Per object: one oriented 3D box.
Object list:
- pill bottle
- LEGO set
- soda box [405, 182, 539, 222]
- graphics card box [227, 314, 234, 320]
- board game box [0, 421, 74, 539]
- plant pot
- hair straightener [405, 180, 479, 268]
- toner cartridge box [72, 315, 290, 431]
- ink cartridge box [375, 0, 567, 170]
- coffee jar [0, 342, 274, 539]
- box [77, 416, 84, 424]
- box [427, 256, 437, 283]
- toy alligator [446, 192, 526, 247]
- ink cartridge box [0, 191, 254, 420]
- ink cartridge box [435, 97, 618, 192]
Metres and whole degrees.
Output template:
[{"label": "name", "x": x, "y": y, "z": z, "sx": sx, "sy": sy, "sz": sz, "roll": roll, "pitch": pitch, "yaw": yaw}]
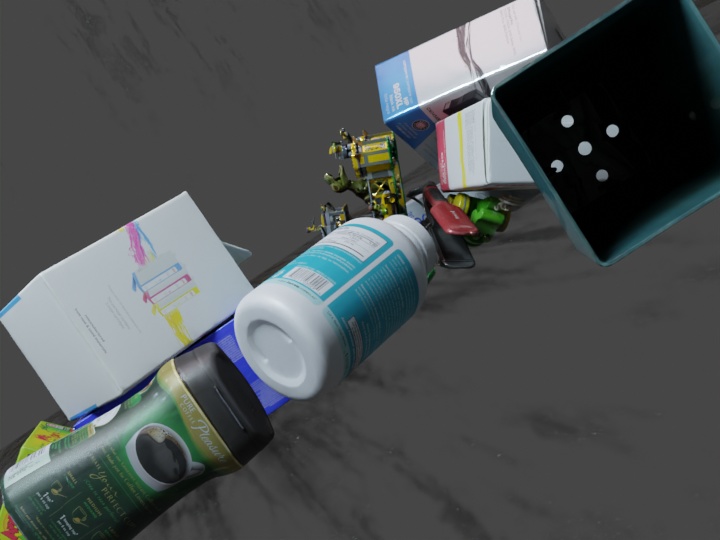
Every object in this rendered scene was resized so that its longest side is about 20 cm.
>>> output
[{"label": "pill bottle", "x": -0.012, "y": 0.023, "z": 0.835, "sx": 0.200, "sy": 0.111, "sz": 0.111, "roll": -38, "pitch": 8, "yaw": -40}, {"label": "LEGO set", "x": -0.013, "y": -0.081, "z": 1.009, "sx": 0.116, "sy": 0.154, "sz": 0.200, "roll": -9, "pitch": 18, "yaw": 6}, {"label": "soda box", "x": 0.130, "y": -0.086, "z": 1.130, "sx": 0.063, "sy": 0.068, "sz": 0.200, "roll": -35, "pitch": 7, "yaw": -38}, {"label": "graphics card box", "x": -0.198, "y": 0.071, "z": 1.157, "sx": 0.125, "sy": 0.051, "sz": 0.200, "roll": -18, "pitch": -19, "yaw": 33}, {"label": "board game box", "x": -0.358, "y": 0.234, "z": 1.012, "sx": 0.200, "sy": 0.048, "sz": 0.102, "roll": 173, "pitch": 115, "yaw": -76}, {"label": "plant pot", "x": 0.186, "y": -0.102, "z": 0.689, "sx": 0.141, "sy": 0.141, "sz": 0.200, "roll": -33, "pitch": 1, "yaw": 5}, {"label": "hair straightener", "x": 0.079, "y": -0.041, "z": 0.972, "sx": 0.041, "sy": 0.077, "sz": 0.200, "roll": -2, "pitch": 22, "yaw": -13}, {"label": "toner cartridge box", "x": -0.157, "y": 0.125, "z": 0.856, "sx": 0.200, "sy": 0.095, "sz": 0.043, "roll": -33, "pitch": 6, "yaw": -5}, {"label": "ink cartridge box", "x": 0.140, "y": -0.208, "z": 1.037, "sx": 0.200, "sy": 0.084, "sz": 0.145, "roll": -20, "pitch": -27, "yaw": 26}, {"label": "coffee jar", "x": -0.172, "y": 0.147, "z": 0.724, "sx": 0.200, "sy": 0.104, "sz": 0.085, "roll": -33, "pitch": 9, "yaw": -7}, {"label": "box", "x": -0.264, "y": 0.137, "z": 1.011, "sx": 0.200, "sy": 0.049, "sz": 0.160, "roll": 127, "pitch": 165, "yaw": -58}, {"label": "box", "x": -0.006, "y": 0.036, "z": 1.000, "sx": 0.200, "sy": 0.048, "sz": 0.117, "roll": -30, "pitch": 7, "yaw": 10}, {"label": "toy alligator", "x": 0.128, "y": -0.051, "z": 0.977, "sx": 0.200, "sy": 0.059, "sz": 0.054, "roll": -161, "pitch": 85, "yaw": -80}, {"label": "ink cartridge box", "x": -0.211, "y": 0.027, "z": 0.870, "sx": 0.129, "sy": 0.125, "sz": 0.200, "roll": -29, "pitch": 7, "yaw": 48}, {"label": "ink cartridge box", "x": 0.168, "y": -0.125, "z": 0.925, "sx": 0.145, "sy": 0.083, "sz": 0.200, "roll": -3, "pitch": 3, "yaw": -6}]
